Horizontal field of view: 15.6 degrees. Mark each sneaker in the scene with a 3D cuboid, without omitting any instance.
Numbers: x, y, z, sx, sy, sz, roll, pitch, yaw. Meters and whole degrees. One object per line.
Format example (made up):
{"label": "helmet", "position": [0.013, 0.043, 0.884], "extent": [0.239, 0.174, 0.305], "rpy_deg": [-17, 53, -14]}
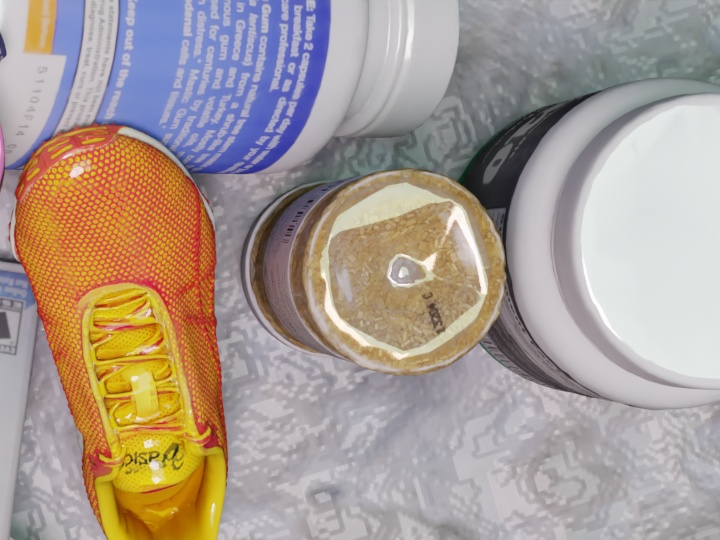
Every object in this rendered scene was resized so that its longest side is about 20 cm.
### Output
{"label": "sneaker", "position": [-0.075, 0.030, 0.934], "extent": [0.073, 0.077, 0.200], "rpy_deg": [-17, 135, -6]}

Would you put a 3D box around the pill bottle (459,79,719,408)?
{"label": "pill bottle", "position": [0.100, -0.009, 0.941], "extent": [0.113, 0.200, 0.113], "rpy_deg": [0, 90, -9]}

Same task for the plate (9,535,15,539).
{"label": "plate", "position": [-0.188, 0.172, 0.932], "extent": [0.200, 0.026, 0.201], "rpy_deg": [2, 70, -5]}

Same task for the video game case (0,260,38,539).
{"label": "video game case", "position": [-0.222, 0.060, 0.940], "extent": [0.200, 0.022, 0.183], "rpy_deg": [9, 53, -9]}

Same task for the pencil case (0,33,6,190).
{"label": "pencil case", "position": [-0.203, -0.036, 0.874], "extent": [0.091, 0.200, 0.094], "rpy_deg": [-44, 114, -40]}

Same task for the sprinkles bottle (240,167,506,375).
{"label": "sprinkles bottle", "position": [0.000, 0.000, 0.933], "extent": [0.068, 0.200, 0.068], "rpy_deg": [0, 91, -8]}

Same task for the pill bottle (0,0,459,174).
{"label": "pill bottle", "position": [-0.068, -0.090, 0.945], "extent": [0.200, 0.112, 0.112], "rpy_deg": [1, 90, -34]}
